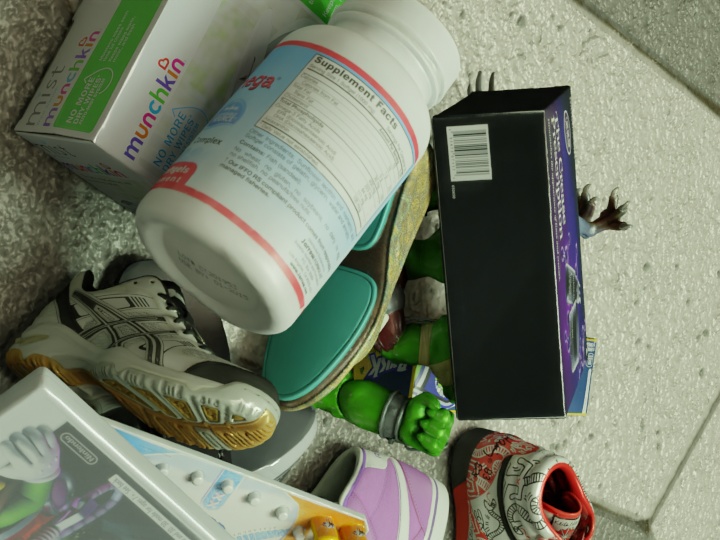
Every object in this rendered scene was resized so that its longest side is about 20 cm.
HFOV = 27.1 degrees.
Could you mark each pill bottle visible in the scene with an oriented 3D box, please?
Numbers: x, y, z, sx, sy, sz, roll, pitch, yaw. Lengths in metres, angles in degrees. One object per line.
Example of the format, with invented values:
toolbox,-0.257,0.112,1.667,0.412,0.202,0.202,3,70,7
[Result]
pill bottle,-0.030,-0.069,0.864,0.200,0.109,0.109,-52,126,-23

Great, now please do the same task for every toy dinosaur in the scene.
toy dinosaur,0.112,-0.043,1.141,0.181,0.105,0.201,-2,111,-21

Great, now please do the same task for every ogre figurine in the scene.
ogre figurine,0.009,0.022,1.020,0.098,0.120,0.201,0,90,-77

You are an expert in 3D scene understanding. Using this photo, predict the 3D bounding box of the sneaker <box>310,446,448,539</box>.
sneaker,-0.004,0.224,1.068,0.114,0.073,0.201,32,51,-36

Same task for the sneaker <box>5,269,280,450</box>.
sneaker,-0.119,0.042,0.865,0.088,0.200,0.076,-59,140,-25

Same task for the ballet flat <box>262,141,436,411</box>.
ballet flat,0.000,0.000,0.946,0.071,0.071,0.200,27,80,-41

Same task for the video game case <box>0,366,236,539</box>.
video game case,-0.180,0.168,0.838,0.182,0.023,0.200,-35,122,11

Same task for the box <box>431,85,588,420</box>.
box,0.104,-0.016,1.006,0.141,0.079,0.201,-48,134,-72

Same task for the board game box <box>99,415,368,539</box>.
board game box,-0.125,0.197,0.900,0.200,0.026,0.200,25,113,-27

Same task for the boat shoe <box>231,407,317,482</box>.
boat shoe,-0.104,0.159,0.991,0.200,0.070,0.066,-41,140,-34

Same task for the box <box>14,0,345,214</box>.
box,-0.088,-0.125,0.940,0.176,0.097,0.200,38,72,-41

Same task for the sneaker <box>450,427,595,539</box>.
sneaker,0.130,0.228,1.177,0.067,0.108,0.202,-18,108,-39

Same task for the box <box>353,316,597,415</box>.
box,0.091,0.073,1.144,0.200,0.070,0.064,5,93,-42

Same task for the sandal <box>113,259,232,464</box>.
sandal,-0.109,0.086,0.939,0.076,0.043,0.201,-7,76,-26
